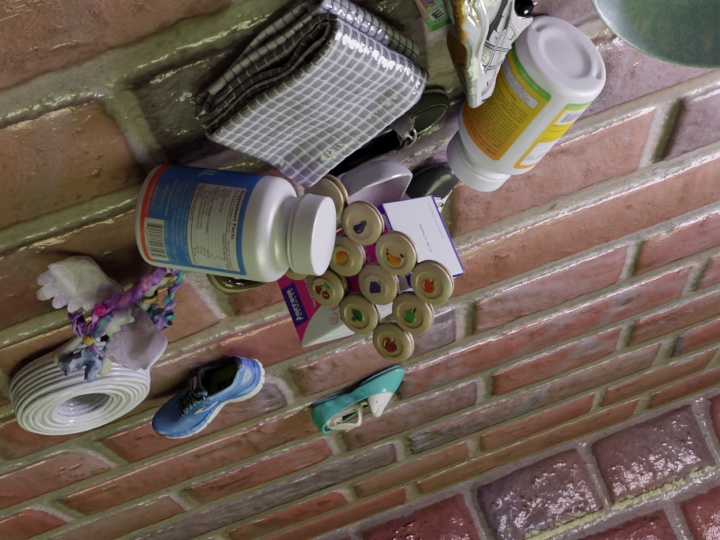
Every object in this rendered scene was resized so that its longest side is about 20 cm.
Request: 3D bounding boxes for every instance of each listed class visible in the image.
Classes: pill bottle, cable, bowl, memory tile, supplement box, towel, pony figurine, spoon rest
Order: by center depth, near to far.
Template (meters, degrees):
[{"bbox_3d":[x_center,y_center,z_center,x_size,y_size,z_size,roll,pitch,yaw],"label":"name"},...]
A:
[{"bbox_3d":[0.336,-0.303,1.115,0.197,0.109,0.201,20,161,7],"label":"bowl"},{"bbox_3d":[-0.050,-0.176,1.128,0.199,0.087,0.164,-35,152,28],"label":"towel"},{"bbox_3d":[-0.130,-0.048,1.198,0.196,0.114,0.112,8,161,15],"label":"pill bottle"},{"bbox_3d":[0.000,0.000,1.242,0.017,0.199,0.154,-42,168,-50],"label":"memory tile"},{"bbox_3d":[0.178,-0.180,1.272,0.110,0.112,0.200,-5,152,-31],"label":"pill bottle"},{"bbox_3d":[0.015,-0.088,1.309,0.098,0.061,0.200,-24,179,3],"label":"spoon rest"},{"bbox_3d":[0.007,0.003,1.332,0.199,0.103,0.103,-32,168,40],"label":"supplement box"},{"bbox_3d":[-0.298,0.053,1.365,0.200,0.167,0.193,-46,178,38],"label":"pony figurine"},{"bbox_3d":[-0.392,0.167,1.588,0.197,0.070,0.200,-22,156,3],"label":"cable"}]

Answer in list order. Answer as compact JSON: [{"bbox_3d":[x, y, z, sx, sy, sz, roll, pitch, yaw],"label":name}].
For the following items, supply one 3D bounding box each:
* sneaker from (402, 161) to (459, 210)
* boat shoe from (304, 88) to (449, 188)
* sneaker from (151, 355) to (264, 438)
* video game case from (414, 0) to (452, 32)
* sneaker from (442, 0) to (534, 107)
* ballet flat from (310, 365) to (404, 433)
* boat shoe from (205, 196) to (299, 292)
[{"bbox_3d":[0.075,-0.061,1.470,0.073,0.090,0.200,2,146,-39],"label":"sneaker"},{"bbox_3d":[0.015,-0.145,1.279,0.197,0.058,0.067,-20,156,-2],"label":"boat shoe"},{"bbox_3d":[-0.251,0.189,1.760,0.199,0.079,0.089,-34,147,9],"label":"sneaker"},{"bbox_3d":[0.130,-0.318,1.054,0.198,0.022,0.182,-25,155,9],"label":"video game case"},{"bbox_3d":[0.132,-0.234,1.111,0.086,0.077,0.201,-20,157,-2],"label":"sneaker"},{"bbox_3d":[0.003,0.247,2.072,0.198,0.071,0.067,-27,155,12],"label":"ballet flat"},{"bbox_3d":[-0.122,-0.025,1.338,0.075,0.073,0.199,-15,-168,41],"label":"boat shoe"}]
